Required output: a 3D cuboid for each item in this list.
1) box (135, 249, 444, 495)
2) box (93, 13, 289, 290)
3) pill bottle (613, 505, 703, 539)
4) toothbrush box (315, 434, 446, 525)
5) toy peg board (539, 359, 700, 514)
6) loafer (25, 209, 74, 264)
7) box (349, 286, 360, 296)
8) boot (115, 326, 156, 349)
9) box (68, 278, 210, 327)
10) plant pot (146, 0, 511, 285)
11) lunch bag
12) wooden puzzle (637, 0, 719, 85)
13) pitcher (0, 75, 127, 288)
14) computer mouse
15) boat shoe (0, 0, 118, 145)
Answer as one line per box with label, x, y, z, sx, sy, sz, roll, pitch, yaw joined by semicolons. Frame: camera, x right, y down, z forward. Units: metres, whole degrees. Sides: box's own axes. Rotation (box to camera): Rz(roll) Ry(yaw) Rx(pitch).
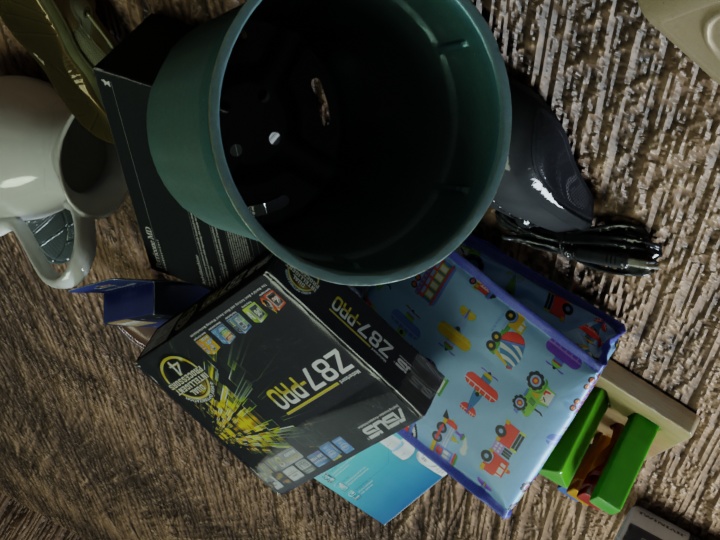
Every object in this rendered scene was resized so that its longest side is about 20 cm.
box;-0.057;0.075;1.468;0.161;0.049;0.199;42;139;-14
box;-0.103;-0.076;1.454;0.140;0.079;0.201;18;140;27
pill bottle;0.315;0.306;1.789;0.199;0.107;0.106;27;160;8
toothbrush box;-0.011;0.122;1.787;0.199;0.086;0.146;33;139;-9
toy peg board;0.145;0.130;1.627;0.199;0.098;0.199;32;160;-3
loafer;-0.316;-0.089;1.836;0.063;0.072;0.201;40;163;39
box;0.000;0.000;1.603;0.159;0.044;0.200;33;160;-3
boot;-0.132;0.067;1.921;0.185;0.065;0.199;27;168;-32
box;-0.128;0.029;1.594;0.198;0.033;0.121;4;173;-26
plant pot;-0.038;-0.096;1.242;0.200;0.201;0.196;39;166;-22
lunch bag;0.074;0.061;1.479;0.199;0.151;0.094;33;-155;6
wooden puzzle;0.259;-0.108;0.986;0.200;0.046;0.185;43;157;-17
pitcher;-0.274;-0.076;1.635;0.199;0.173;0.121;7;172;45
computer mouse;0.110;-0.056;1.304;0.138;0.053;0.200;15;155;39
boat shoe;-0.215;-0.182;1.482;0.073;0.063;0.201;19;151;42
